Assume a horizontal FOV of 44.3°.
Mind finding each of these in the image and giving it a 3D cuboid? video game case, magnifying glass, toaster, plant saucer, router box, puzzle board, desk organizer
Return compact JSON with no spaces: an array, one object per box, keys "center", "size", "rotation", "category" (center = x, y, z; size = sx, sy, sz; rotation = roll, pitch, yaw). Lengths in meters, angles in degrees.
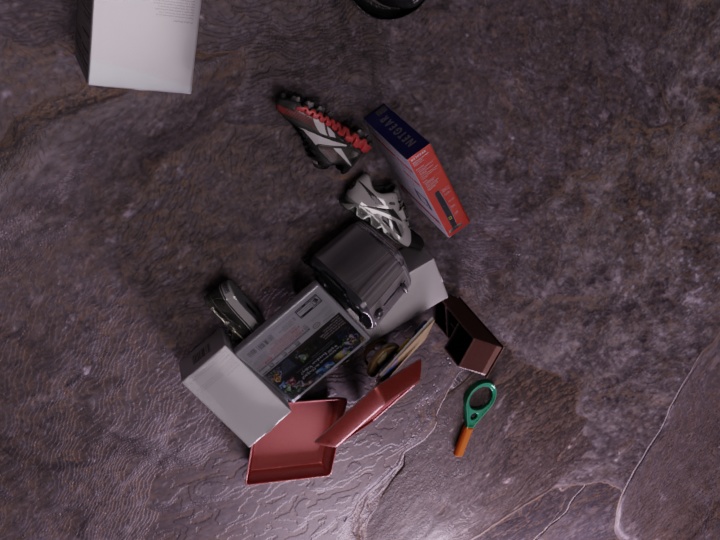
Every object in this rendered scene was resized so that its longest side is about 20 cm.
[{"center":[-0.106,0.135,1.640],"size":[0.199,0.023,0.182],"rotation":[-40,128,5],"category":"video game case"},{"center":[0.256,0.339,2.027],"size":[0.078,0.022,0.203],"rotation":[6,115,-29],"category":"magnifying glass"},{"center":[0.000,0.000,1.622],"size":[0.129,0.200,0.114],"rotation":[-41,145,-12],"category":"toaster"},{"center":[-0.138,0.345,1.828],"size":[0.196,0.037,0.203],"rotation":[-1,116,-26],"category":"plant saucer"},{"center":[0.097,-0.176,1.545],"size":[0.048,0.200,0.181],"rotation":[-34,127,-2],"category":"router box"},{"center":[0.025,0.270,1.755],"size":[0.200,0.037,0.199],"rotation":[-45,167,29],"category":"plant saucer"},{"center":[0.083,0.166,1.755],"size":[0.151,0.017,0.200],"rotation":[-45,170,-12],"category":"puzzle board"},{"center":[0.197,0.121,1.764],"size":[0.076,0.200,0.073],"rotation":[19,109,-30],"category":"desk organizer"}]

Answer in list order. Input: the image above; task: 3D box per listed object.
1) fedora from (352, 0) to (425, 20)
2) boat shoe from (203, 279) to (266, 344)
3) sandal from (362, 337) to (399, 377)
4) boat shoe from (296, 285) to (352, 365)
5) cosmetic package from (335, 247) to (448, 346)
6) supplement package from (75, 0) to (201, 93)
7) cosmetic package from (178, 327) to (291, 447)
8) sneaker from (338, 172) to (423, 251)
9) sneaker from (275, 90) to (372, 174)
[{"center":[0.061,-0.495,1.413],"size":[0.197,0.092,0.204],"rotation":[-12,122,-20],"category":"fedora"},{"center":[-0.217,0.100,1.636],"size":[0.063,0.071,0.201],"rotation":[-29,126,6],"category":"boat shoe"},{"center":[0.036,0.162,1.747],"size":[0.054,0.200,0.081],"rotation":[42,94,6],"category":"sandal"},{"center":[-0.062,0.120,1.715],"size":[0.071,0.072,0.202],"rotation":[-28,126,-8],"category":"boat shoe"},{"center":[0.059,0.045,1.724],"size":[0.198,0.085,0.109],"rotation":[-29,126,-9],"category":"cosmetic package"},{"center":[-0.318,-0.377,1.259],"size":[0.149,0.151,0.203],"rotation":[0,117,-26],"category":"supplement package"},{"center":[-0.234,0.220,1.661],"size":[0.112,0.081,0.201],"rotation":[-38,117,2],"category":"cosmetic package"},{"center":[0.060,-0.108,1.643],"size":[0.199,0.074,0.089],"rotation":[33,97,-32],"category":"sneaker"},{"center":[-0.072,-0.230,1.512],"size":[0.199,0.071,0.099],"rotation":[26,102,-36],"category":"sneaker"}]
